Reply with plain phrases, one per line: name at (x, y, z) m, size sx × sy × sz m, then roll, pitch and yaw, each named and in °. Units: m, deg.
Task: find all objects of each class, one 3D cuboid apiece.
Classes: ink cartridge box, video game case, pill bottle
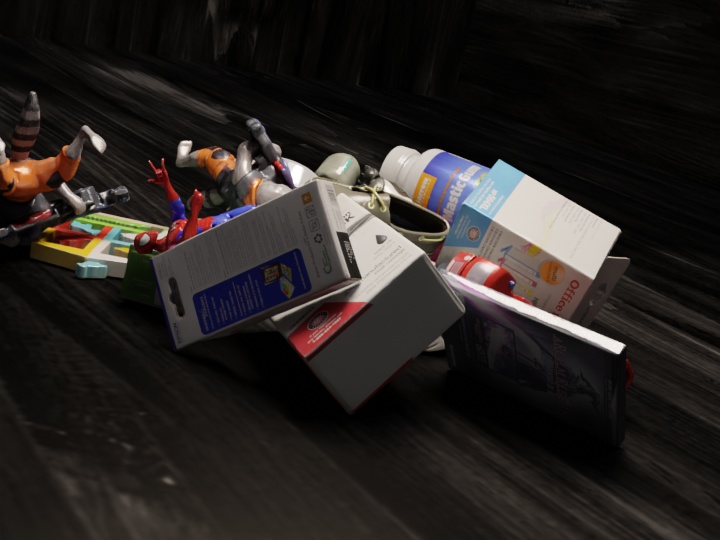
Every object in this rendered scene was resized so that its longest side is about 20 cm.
ink cartridge box at (0.208, -0.012, 1.211) m, size 0.199 × 0.129 × 0.125 m, roll 31°, pitch 40°, yaw 11°
video game case at (0.162, 0.084, 0.969) m, size 0.199 × 0.144 × 0.019 m, roll 25°, pitch 57°, yaw 32°
ink cartridge box at (-0.014, 0.024, 0.970) m, size 0.084 × 0.144 × 0.200 m, roll 52°, pitch -6°, yaw -29°
ink cartridge box at (-0.100, -0.002, 0.925) m, size 0.198 × 0.096 × 0.037 m, roll -22°, pitch -11°, yaw 22°
pill bottle at (0.125, -0.101, 1.390) m, size 0.199 × 0.113 × 0.112 m, roll 24°, pitch 19°, yaw 25°
ink cartridge box at (-0.173, -0.004, 1.110) m, size 0.103 × 0.060 × 0.200 m, roll 15°, pitch 13°, yaw 8°

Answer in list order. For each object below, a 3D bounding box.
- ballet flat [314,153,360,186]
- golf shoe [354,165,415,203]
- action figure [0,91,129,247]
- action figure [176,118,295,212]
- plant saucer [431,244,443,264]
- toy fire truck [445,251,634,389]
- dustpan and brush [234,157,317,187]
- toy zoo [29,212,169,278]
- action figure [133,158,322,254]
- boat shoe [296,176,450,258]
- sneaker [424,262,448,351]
ballet flat at (-0.050, -0.105, 1.390) m, size 0.067 × 0.064 × 0.200 m, roll 37°, pitch -25°, yaw -9°
golf shoe at (0.028, -0.070, 1.359) m, size 0.094 × 0.078 × 0.200 m, roll 26°, pitch -9°, yaw 4°
action figure at (-0.345, -0.102, 1.096) m, size 0.199 × 0.193 × 0.105 m, roll -23°, pitch 79°, yaw -41°
action figure at (-0.130, -0.078, 1.216) m, size 0.104 × 0.201 × 0.193 m, roll -42°, pitch 29°, yaw -21°
plant saucer at (0.134, 0.001, 1.363) m, size 0.198 × 0.051 × 0.201 m, roll 13°, pitch 15°, yaw -3°
toy fire truck at (0.182, 0.062, 1.026) m, size 0.140 × 0.049 × 0.200 m, roll 20°, pitch -18°, yaw 47°
dustpan and brush at (-0.074, -0.097, 1.280) m, size 0.199 × 0.058 × 0.140 m, roll -9°, pitch -44°, yaw 47°
toy zoo at (-0.299, -0.029, 1.169) m, size 0.130 × 0.021 × 0.200 m, roll 12°, pitch 16°, yaw -3°
action figure at (-0.135, -0.067, 0.984) m, size 0.198 × 0.100 × 0.065 m, roll -15°, pitch 30°, yaw 3°
boat shoe at (0.017, -0.067, 1.160) m, size 0.200 × 0.060 × 0.073 m, roll 23°, pitch 37°, yaw -34°
sneaker at (0.072, 0.035, 1.143) m, size 0.197 × 0.080 × 0.130 m, roll 9°, pitch 15°, yaw -15°
